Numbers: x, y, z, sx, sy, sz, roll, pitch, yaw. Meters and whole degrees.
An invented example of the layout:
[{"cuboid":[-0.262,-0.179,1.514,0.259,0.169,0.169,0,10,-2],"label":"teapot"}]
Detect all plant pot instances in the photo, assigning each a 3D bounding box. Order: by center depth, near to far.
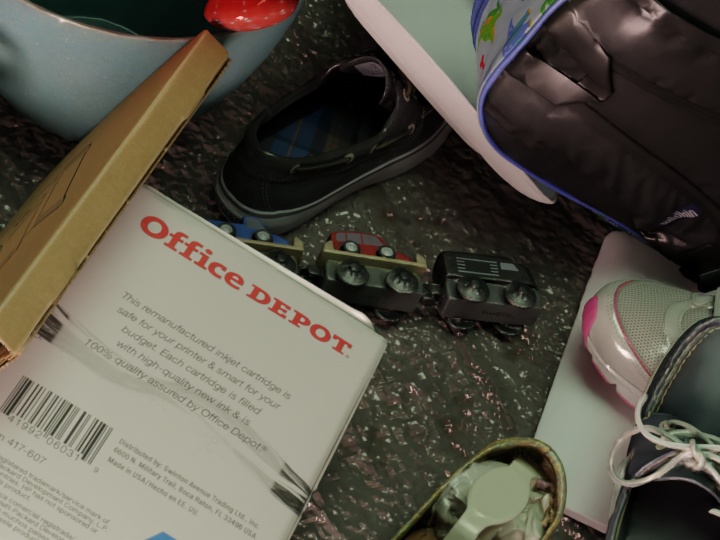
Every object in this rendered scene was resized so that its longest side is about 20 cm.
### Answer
[{"cuboid":[-0.132,-0.146,0.864,0.199,0.135,0.201,10,50,-13],"label":"plant pot"}]

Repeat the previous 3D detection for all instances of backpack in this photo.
[{"cuboid":[0.161,-0.115,0.871,0.200,0.183,0.147,23,44,-25],"label":"backpack"}]

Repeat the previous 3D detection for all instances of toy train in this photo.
[{"cuboid":[0.000,0.000,0.864,0.199,0.034,0.046,7,47,-16],"label":"toy train"}]

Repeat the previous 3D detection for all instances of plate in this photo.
[{"cuboid":[0.051,-0.155,0.951,0.200,0.032,0.200,45,33,-24],"label":"plate"}]

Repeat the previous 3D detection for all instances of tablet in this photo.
[{"cuboid":[0.169,0.069,0.885,0.130,0.014,0.200,26,48,1],"label":"tablet"}]

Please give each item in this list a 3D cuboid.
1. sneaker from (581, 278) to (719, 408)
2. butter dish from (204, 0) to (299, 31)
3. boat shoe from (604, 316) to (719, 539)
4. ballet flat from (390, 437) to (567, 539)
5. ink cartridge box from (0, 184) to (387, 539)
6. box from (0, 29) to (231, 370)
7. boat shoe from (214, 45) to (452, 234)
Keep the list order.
[{"cuboid":[0.215,0.038,0.859,0.199,0.088,0.082,14,49,-9],"label":"sneaker"},{"cuboid":[-0.060,-0.183,0.746,0.199,0.148,0.200,-18,19,-32],"label":"butter dish"},{"cuboid":[0.150,0.107,0.770,0.075,0.062,0.200,19,70,16],"label":"boat shoe"},{"cuboid":[0.031,0.142,0.739,0.071,0.071,0.200,39,50,12],"label":"ballet flat"},{"cuboid":[-0.096,0.079,0.722,0.146,0.084,0.200,32,47,-2],"label":"ink cartridge box"},{"cuboid":[-0.148,-0.008,0.734,0.021,0.163,0.200,43,46,-16],"label":"box"},{"cuboid":[-0.002,-0.091,0.914,0.070,0.066,0.200,45,50,16],"label":"boat shoe"}]
